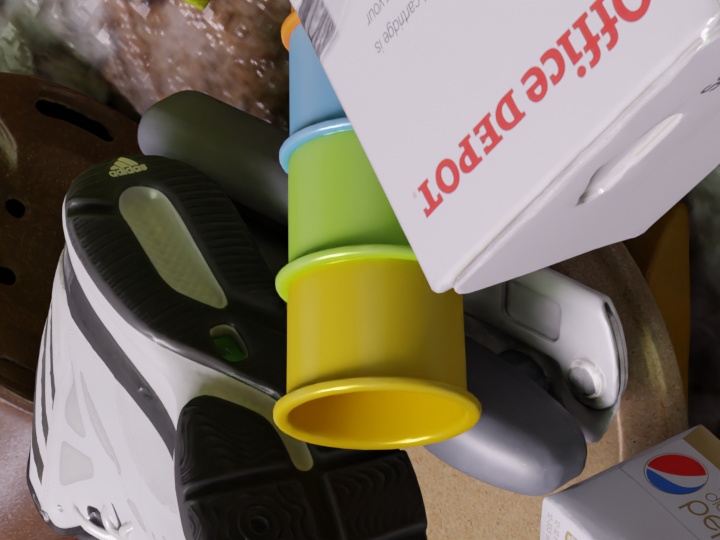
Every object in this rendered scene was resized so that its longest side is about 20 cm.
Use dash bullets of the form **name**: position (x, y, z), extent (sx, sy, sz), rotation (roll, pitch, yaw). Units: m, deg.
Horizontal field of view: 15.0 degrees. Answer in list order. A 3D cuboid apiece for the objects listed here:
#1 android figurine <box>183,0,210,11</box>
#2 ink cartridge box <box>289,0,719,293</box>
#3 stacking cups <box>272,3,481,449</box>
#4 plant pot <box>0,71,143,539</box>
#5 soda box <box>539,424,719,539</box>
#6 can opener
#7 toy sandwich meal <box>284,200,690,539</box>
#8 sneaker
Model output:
- **android figurine**: position (-0.105, -0.133, 0.823), extent (0.181, 0.200, 0.041), rotation (31, 94, 26)
- **ink cartridge box**: position (0.041, -0.117, 0.732), extent (0.146, 0.084, 0.201), rotation (-45, 66, 49)
- **stacking cups**: position (0.006, -0.051, 0.808), extent (0.060, 0.201, 0.061), rotation (1, 159, 0)
- **plant pot**: position (-0.152, 0.043, 1.009), extent (0.200, 0.200, 0.198), rotation (44, 131, 1)
- **soda box**: position (0.094, 0.151, 0.855), extent (0.068, 0.063, 0.201), rotation (42, 143, 40)
- **can opener**: position (0.000, 0.000, 0.854), extent (0.199, 0.066, 0.053), rotation (30, 131, 36)
- **toy sandwich meal**: position (0.045, 0.032, 0.923), extent (0.204, 0.070, 0.206), rotation (22, 125, 35)
- **sneaker**: position (-0.044, 0.073, 0.848), extent (0.201, 0.075, 0.116), rotation (62, 149, 29)
